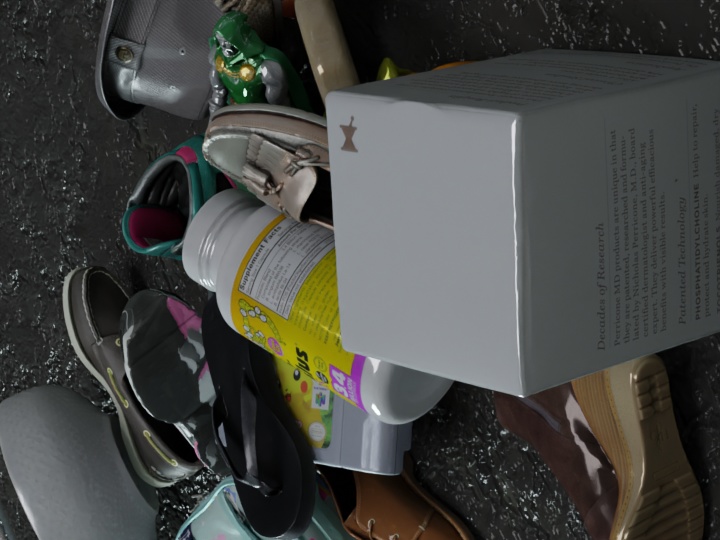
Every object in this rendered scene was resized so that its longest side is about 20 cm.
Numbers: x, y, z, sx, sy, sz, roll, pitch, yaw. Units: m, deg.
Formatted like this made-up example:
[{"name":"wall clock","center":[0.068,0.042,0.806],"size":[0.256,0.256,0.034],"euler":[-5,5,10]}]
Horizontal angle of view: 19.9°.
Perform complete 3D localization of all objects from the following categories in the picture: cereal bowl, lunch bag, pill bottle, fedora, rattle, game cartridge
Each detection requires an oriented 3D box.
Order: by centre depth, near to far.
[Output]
[{"name":"pill bottle","center":[-0.027,0.017,1.402],"size":[0.200,0.104,0.105],"euler":[30,123,32]},{"name":"rattle","center":[0.016,-0.169,1.443],"size":[0.130,0.143,0.200],"euler":[52,-167,-26]},{"name":"game cartridge","center":[-0.037,0.073,1.514],"size":[0.200,0.040,0.134],"euler":[3,86,49]},{"name":"fedora","center":[-0.122,-0.191,1.532],"size":[0.090,0.177,0.201],"euler":[24,121,9]},{"name":"lunch bag","center":[-0.051,0.238,1.589],"size":[0.200,0.077,0.160],"euler":[49,141,7]},{"name":"cereal bowl","center":[-0.230,0.184,1.766],"size":[0.200,0.083,0.201],"euler":[-26,-90,-88]}]

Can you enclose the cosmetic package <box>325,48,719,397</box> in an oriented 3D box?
[{"name":"cosmetic package","center":[0.108,-0.038,1.250],"size":[0.167,0.200,0.167],"euler":[13,111,48]}]

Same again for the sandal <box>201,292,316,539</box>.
[{"name":"sandal","center":[-0.087,0.108,1.509],"size":[0.076,0.043,0.201],"euler":[-41,58,39]}]

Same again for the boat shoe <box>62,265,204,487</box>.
[{"name":"boat shoe","center":[-0.186,0.083,1.740],"size":[0.061,0.072,0.202],"euler":[-26,89,50]}]

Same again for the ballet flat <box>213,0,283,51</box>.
[{"name":"ballet flat","center":[-0.078,-0.147,1.482],"size":[0.200,0.046,0.068],"euler":[89,167,-54]}]

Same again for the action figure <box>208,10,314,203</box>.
[{"name":"action figure","center":[-0.069,-0.100,1.449],"size":[0.118,0.055,0.200],"euler":[16,140,32]}]

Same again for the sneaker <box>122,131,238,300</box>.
[{"name":"sneaker","center":[-0.126,-0.016,1.591],"size":[0.084,0.120,0.201],"euler":[29,123,45]}]

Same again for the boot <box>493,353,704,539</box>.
[{"name":"boot","center":[0.151,0.124,1.373],"size":[0.166,0.072,0.201],"euler":[19,117,59]}]

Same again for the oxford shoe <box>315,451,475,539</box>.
[{"name":"oxford shoe","center":[0.027,0.196,1.521],"size":[0.200,0.071,0.071],"euler":[51,133,26]}]

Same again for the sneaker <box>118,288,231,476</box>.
[{"name":"sneaker","center":[-0.146,0.082,1.636],"size":[0.086,0.080,0.200],"euler":[46,165,43]}]

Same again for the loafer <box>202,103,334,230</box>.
[{"name":"loafer","center":[-0.017,-0.054,1.358],"size":[0.199,0.063,0.072],"euler":[17,144,10]}]
